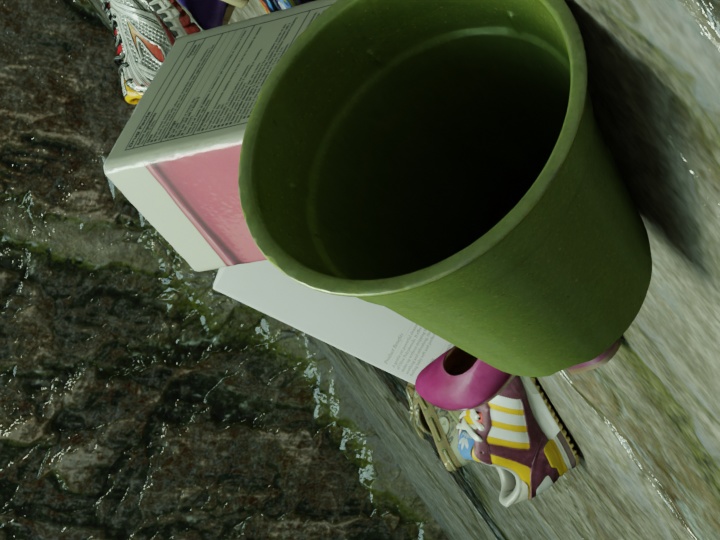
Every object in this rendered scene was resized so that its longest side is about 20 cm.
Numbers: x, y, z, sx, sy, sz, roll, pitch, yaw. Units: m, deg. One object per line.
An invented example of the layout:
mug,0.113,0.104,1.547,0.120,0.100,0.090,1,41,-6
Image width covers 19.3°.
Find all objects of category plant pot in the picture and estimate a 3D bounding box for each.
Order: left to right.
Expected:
plant pot,0.066,-0.034,1.146,0.200,0.200,0.190,49,-177,41

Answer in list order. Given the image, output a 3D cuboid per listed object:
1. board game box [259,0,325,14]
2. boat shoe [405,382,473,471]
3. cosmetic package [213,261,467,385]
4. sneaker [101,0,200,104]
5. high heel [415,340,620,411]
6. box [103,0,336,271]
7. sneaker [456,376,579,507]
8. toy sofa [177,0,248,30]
board game box,-0.030,-0.199,1.465,0.200,0.057,0.165,47,171,49
boat shoe,0.091,0.177,2.527,0.073,0.063,0.200,56,174,-24
cosmetic package,0.000,0.000,1.625,0.200,0.108,0.085,27,-160,-5
sneaker,-0.168,-0.177,1.666,0.200,0.082,0.078,49,179,1
high heel,0.091,0.040,1.520,0.200,0.067,0.096,-22,116,45
box,-0.043,-0.089,1.362,0.200,0.128,0.109,-9,133,40
sneaker,0.118,0.126,1.930,0.200,0.090,0.075,56,174,-18
toy sofa,-0.156,-0.271,1.711,0.083,0.098,0.200,21,-164,-35
